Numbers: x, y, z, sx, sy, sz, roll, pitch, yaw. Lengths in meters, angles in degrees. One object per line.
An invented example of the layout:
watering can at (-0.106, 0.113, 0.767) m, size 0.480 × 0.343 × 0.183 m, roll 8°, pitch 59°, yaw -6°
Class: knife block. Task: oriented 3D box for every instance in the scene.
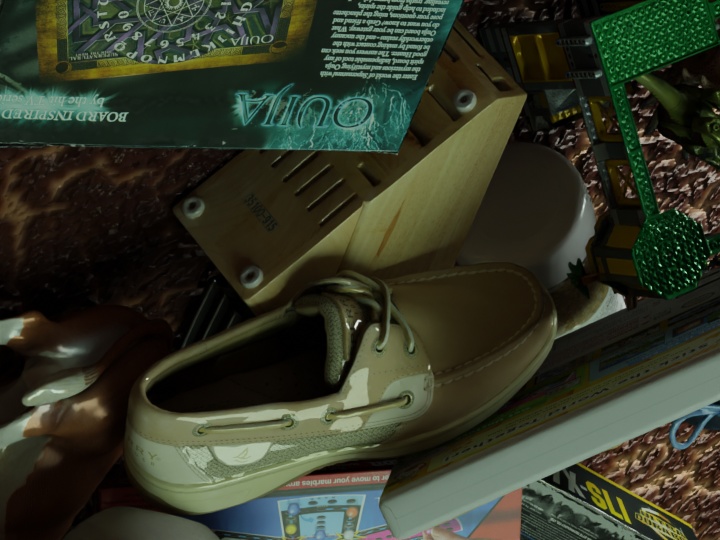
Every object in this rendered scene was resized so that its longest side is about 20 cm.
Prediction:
knife block at (0.000, 0.000, 1.289) m, size 0.200 × 0.064 × 0.176 m, roll -40°, pitch 148°, yaw -1°

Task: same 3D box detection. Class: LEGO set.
LEGO set at (0.146, -0.074, 1.275) m, size 0.200 × 0.116 × 0.154 m, roll -31°, pitch 105°, yaw -21°

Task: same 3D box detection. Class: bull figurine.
bull figurine at (-0.154, 0.091, 1.239) m, size 0.121 × 0.065 × 0.200 m, roll -4°, pitch 134°, yaw -50°

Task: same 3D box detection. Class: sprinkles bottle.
sprinkles bottle at (0.093, 0.017, 1.396) m, size 0.068 × 0.068 × 0.200 m, roll -36°, pitch 147°, yaw -6°

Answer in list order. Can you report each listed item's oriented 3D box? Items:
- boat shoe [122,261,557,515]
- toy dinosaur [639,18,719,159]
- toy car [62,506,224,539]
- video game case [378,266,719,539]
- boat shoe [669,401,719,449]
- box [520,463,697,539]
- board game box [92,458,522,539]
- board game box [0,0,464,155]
boat shoe at (-0.005, 0.037, 1.206) m, size 0.200 × 0.072 × 0.065 m, roll -20°, pitch 144°, yaw -19°
toy dinosaur at (0.195, -0.040, 1.359) m, size 0.086 × 0.200 × 0.135 m, roll -24°, pitch 157°, yaw 34°
toy car at (-0.110, 0.190, 1.231) m, size 0.200 × 0.150 × 0.175 m, roll 27°, pitch 73°, yaw -59°
video game case at (0.109, 0.046, 1.252) m, size 0.200 × 0.023 × 0.182 m, roll -24°, pitch -173°, yaw 10°
boat shoe at (0.183, 0.046, 1.437) m, size 0.084 × 0.069 × 0.200 m, roll -10°, pitch -177°, yaw 17°
box at (0.052, 0.157, 1.463) m, size 0.200 × 0.049 × 0.160 m, roll 29°, pitch 112°, yaw -25°
board game box at (-0.024, 0.139, 1.337) m, size 0.200 × 0.019 × 0.103 m, roll -3°, pitch 107°, yaw -16°
board game box at (-0.051, -0.106, 1.109) m, size 0.200 × 0.028 × 0.135 m, roll 0°, pitch 129°, yaw -32°
